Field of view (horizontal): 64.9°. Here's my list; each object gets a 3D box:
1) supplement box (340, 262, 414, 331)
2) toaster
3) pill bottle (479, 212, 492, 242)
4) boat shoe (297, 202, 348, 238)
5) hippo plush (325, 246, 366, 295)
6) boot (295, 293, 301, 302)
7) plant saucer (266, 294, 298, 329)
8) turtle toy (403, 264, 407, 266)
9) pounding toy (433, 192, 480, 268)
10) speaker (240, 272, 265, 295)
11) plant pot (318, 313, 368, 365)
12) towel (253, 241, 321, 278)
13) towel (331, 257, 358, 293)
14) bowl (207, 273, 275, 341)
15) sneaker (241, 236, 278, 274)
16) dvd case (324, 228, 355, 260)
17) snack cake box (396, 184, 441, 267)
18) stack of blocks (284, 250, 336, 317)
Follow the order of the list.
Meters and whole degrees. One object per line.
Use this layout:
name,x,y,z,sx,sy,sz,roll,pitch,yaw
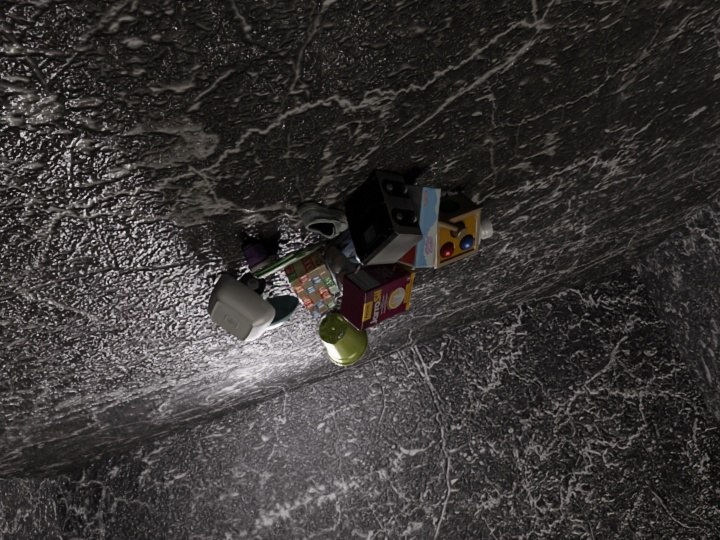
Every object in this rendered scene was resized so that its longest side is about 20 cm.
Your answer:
supplement box,0.048,0.063,1.612,0.197,0.103,0.134,-21,131,-36
toaster,0.053,-0.121,1.443,0.116,0.185,0.200,0,153,-35
pill bottle,0.322,-0.119,1.836,0.196,0.113,0.111,-20,161,-3
boat shoe,-0.090,-0.119,1.479,0.069,0.073,0.199,-29,159,26
hippo plush,0.000,0.000,1.679,0.158,0.204,0.159,-25,-177,-10
boot,-0.191,0.050,1.850,0.073,0.090,0.199,-52,-166,-16
plant saucer,-0.289,0.146,1.844,0.196,0.039,0.202,-16,-158,6
turtle toy,0.120,-0.120,1.615,0.099,0.148,0.203,9,132,-15
pounding toy,0.256,-0.120,1.642,0.180,0.143,0.204,-20,131,-17
speaker,-0.349,0.085,1.743,0.079,0.083,0.201,-10,157,-26
plant pot,-0.086,0.275,2.382,0.196,0.204,0.185,-23,150,8
towel,-0.199,-0.029,1.583,0.150,0.024,0.200,-28,-178,21
towel,-0.069,0.020,1.884,0.167,0.049,0.200,-17,161,4
bowl,-0.360,0.123,1.658,0.200,0.198,0.075,-47,-171,51
sneaker,-0.270,-0.051,1.497,0.075,0.089,0.200,-30,-174,-3
dvd case,-0.011,-0.091,1.714,0.140,0.018,0.200,-8,156,-35
snack cake box,0.141,-0.118,1.476,0.066,0.206,0.114,-2,-168,-36
stack of blocks,-0.133,0.043,1.672,0.113,0.059,0.201,-27,142,-2
